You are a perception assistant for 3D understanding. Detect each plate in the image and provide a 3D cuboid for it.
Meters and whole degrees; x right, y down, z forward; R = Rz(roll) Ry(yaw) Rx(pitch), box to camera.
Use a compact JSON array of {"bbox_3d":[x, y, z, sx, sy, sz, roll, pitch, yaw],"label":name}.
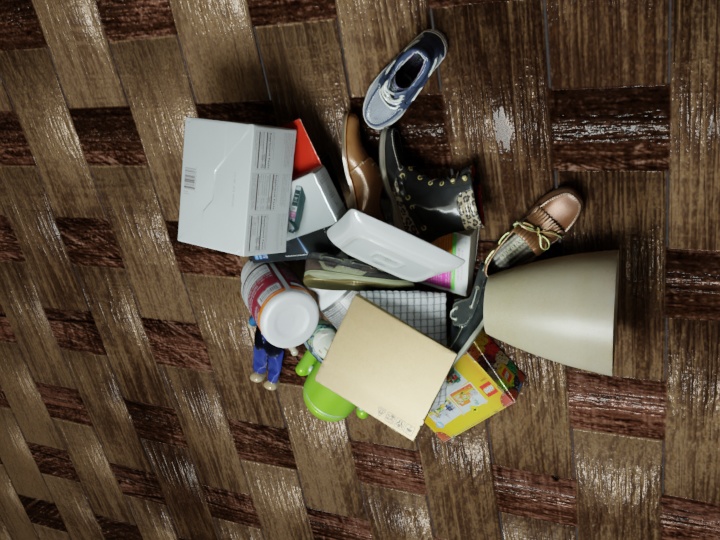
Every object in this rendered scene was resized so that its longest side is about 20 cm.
[{"bbox_3d":[0.048,-0.029,1.301,0.196,0.033,0.200,23,168,-10],"label":"plate"}]

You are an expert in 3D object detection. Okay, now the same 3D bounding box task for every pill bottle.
[{"bbox_3d":[-0.159,0.050,1.513,0.200,0.111,0.115,-132,27,-56],"label":"pill bottle"},{"bbox_3d":[-0.008,0.062,1.487,0.201,0.117,0.116,49,130,-8],"label":"pill bottle"}]

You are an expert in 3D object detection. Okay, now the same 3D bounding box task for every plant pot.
[{"bbox_3d":[0.295,0.058,1.255,0.196,0.188,0.191,4,122,19],"label":"plant pot"}]

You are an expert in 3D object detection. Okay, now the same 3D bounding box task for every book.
[{"bbox_3d":[0.103,-0.039,1.409,0.196,0.048,0.136,17,128,21],"label":"book"}]

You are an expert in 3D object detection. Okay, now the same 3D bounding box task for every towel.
[{"bbox_3d":[0.065,0.133,1.403,0.162,0.086,0.205,-2,92,-5],"label":"towel"}]

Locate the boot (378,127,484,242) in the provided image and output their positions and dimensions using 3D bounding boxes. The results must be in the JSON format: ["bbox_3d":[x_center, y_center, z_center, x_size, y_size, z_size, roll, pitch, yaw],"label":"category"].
[{"bbox_3d":[0.114,-0.143,1.307,0.148,0.073,0.205,-11,90,23],"label":"boot"}]

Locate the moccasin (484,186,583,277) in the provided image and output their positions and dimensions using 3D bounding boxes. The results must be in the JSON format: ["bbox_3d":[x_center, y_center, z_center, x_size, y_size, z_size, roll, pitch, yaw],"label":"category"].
[{"bbox_3d":[0.269,-0.056,1.278,0.200,0.078,0.074,-37,96,35],"label":"moccasin"}]

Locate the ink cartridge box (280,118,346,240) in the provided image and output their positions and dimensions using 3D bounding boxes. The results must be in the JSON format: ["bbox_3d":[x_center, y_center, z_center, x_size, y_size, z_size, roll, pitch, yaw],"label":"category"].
[{"bbox_3d":[-0.141,-0.140,1.370,0.197,0.044,0.176,-16,110,35],"label":"ink cartridge box"}]

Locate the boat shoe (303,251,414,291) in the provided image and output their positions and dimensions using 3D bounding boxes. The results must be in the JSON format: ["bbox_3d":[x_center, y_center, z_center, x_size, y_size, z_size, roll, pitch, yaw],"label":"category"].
[{"bbox_3d":[-0.001,0.000,1.402,0.196,0.068,0.072,4,166,-12],"label":"boat shoe"}]

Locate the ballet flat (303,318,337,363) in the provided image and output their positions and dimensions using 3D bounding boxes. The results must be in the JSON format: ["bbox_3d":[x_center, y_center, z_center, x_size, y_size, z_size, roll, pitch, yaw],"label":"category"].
[{"bbox_3d":[-0.036,0.162,1.490,0.200,0.074,0.074,46,131,2],"label":"ballet flat"}]

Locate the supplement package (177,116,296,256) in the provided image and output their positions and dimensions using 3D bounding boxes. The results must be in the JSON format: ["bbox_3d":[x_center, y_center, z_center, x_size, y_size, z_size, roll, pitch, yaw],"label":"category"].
[{"bbox_3d":[-0.203,-0.139,1.322,0.153,0.110,0.205,13,101,33],"label":"supplement package"}]

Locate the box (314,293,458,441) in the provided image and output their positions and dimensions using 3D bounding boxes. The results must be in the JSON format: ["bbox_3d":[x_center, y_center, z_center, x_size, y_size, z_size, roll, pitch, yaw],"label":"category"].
[{"bbox_3d":[0.041,0.159,1.334,0.198,0.021,0.166,29,99,14],"label":"box"}]

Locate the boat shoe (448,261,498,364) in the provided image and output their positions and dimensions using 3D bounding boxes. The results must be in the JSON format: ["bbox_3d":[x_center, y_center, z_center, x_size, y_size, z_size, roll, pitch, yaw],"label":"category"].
[{"bbox_3d":[0.179,0.079,1.360,0.067,0.202,0.072,32,169,6],"label":"boat shoe"}]

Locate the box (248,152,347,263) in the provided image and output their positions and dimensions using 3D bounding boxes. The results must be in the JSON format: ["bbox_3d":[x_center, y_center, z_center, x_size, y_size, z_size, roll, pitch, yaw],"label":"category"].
[{"bbox_3d":[-0.130,-0.110,1.465,0.196,0.086,0.167,-3,117,30],"label":"box"}]

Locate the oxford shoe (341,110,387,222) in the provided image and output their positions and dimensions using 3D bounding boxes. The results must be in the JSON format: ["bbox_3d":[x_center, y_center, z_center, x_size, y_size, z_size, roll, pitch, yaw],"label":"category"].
[{"bbox_3d":[0.008,-0.169,1.360,0.070,0.071,0.205,-8,103,11],"label":"oxford shoe"}]

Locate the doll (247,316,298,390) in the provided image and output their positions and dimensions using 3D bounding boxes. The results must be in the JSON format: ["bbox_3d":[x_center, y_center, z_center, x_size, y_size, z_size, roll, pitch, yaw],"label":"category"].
[{"bbox_3d":[-0.187,0.150,1.690,0.135,0.048,0.204,23,123,26],"label":"doll"}]

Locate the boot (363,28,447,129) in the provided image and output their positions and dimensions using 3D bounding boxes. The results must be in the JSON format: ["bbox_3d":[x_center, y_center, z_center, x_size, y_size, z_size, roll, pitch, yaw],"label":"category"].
[{"bbox_3d":[0.052,-0.283,1.247,0.072,0.091,0.200,40,131,-1],"label":"boot"}]

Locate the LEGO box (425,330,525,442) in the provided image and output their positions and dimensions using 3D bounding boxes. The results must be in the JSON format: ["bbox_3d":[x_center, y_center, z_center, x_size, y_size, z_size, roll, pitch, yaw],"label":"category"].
[{"bbox_3d":[0.181,0.209,1.503,0.149,0.077,0.199,46,130,-5],"label":"LEGO box"}]

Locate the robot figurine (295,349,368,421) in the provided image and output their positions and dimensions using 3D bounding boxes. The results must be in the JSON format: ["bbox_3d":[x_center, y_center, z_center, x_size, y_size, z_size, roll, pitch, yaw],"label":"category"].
[{"bbox_3d":[-0.045,0.222,1.612,0.174,0.116,0.201,32,131,1],"label":"robot figurine"}]
